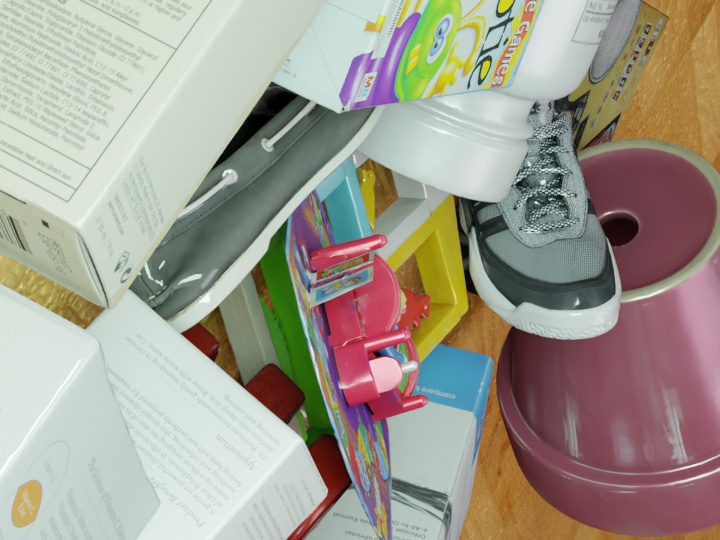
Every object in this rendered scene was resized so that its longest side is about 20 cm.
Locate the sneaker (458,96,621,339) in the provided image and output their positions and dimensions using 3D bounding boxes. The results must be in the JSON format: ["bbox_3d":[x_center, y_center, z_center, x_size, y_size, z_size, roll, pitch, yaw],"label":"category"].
[{"bbox_3d":[0.089,-0.057,1.477,0.200,0.075,0.114,-110,-164,-50],"label":"sneaker"}]

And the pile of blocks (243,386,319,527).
[{"bbox_3d":[-0.057,0.104,1.455,0.062,0.082,0.200,29,75,-30],"label":"pile of blocks"}]

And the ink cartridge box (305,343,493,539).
[{"bbox_3d":[0.007,0.156,1.559,0.145,0.084,0.200,98,8,-48],"label":"ink cartridge box"}]

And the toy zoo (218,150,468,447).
[{"bbox_3d":[0.000,0.000,1.415,0.200,0.020,0.131,-45,128,-44],"label":"toy zoo"}]

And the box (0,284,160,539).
[{"bbox_3d":[-0.180,0.111,1.018,0.200,0.106,0.152,-56,161,-21],"label":"box"}]

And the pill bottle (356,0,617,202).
[{"bbox_3d":[0.067,-0.141,1.333,0.114,0.114,0.200,-13,128,-67],"label":"pill bottle"}]

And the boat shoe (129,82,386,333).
[{"bbox_3d":[-0.046,-0.055,1.235,0.067,0.057,0.200,-22,-155,48],"label":"boat shoe"}]

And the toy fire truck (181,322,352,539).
[{"bbox_3d":[-0.101,0.130,1.292,0.200,0.112,0.168,-48,176,-36],"label":"toy fire truck"}]

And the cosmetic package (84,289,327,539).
[{"bbox_3d":[-0.121,0.120,1.141,0.200,0.108,0.085,-46,161,-10],"label":"cosmetic package"}]

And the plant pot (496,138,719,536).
[{"bbox_3d":[0.170,0.028,1.657,0.200,0.200,0.179,-53,145,-28],"label":"plant pot"}]

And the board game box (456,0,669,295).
[{"bbox_3d":[0.116,-0.079,1.693,0.200,0.035,0.135,-65,162,5],"label":"board game box"}]

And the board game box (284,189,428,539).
[{"bbox_3d":[0.008,0.030,1.284,0.200,0.039,0.158,-89,162,-67],"label":"board game box"}]

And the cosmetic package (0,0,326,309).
[{"bbox_3d":[-0.081,-0.099,1.003,0.200,0.103,0.073,-55,162,-19],"label":"cosmetic package"}]

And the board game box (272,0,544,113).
[{"bbox_3d":[0.006,-0.139,1.186,0.200,0.105,0.103,-17,131,-67],"label":"board game box"}]
